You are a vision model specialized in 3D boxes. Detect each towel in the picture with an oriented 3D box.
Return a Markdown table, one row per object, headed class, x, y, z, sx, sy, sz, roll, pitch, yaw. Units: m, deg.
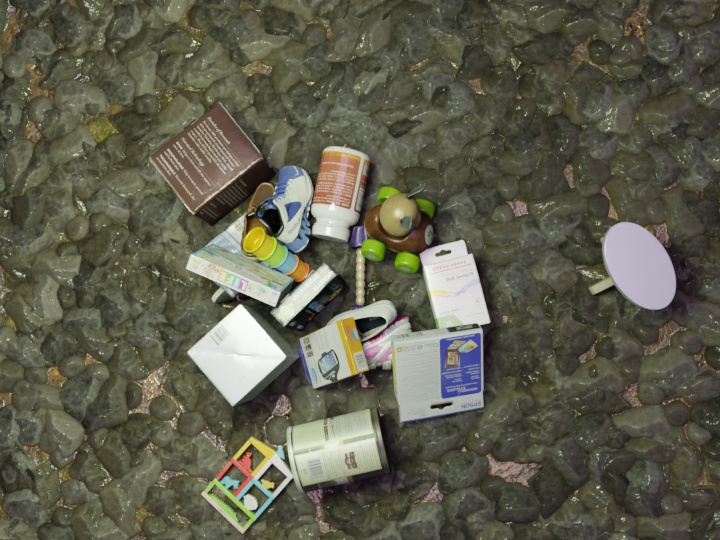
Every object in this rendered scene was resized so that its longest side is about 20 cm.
| class | x | y | z | sx | sy | sz | roll | pitch | yaw |
| --- | --- | --- | --- | --- | --- | --- | --- | --- | --- |
| towel | -0.265 | -0.045 | 1.709 | 0.147 | 0.024 | 0.200 | 40 | 69 | 20 |

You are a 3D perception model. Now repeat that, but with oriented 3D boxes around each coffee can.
| class | x | y | z | sx | sy | sz | roll | pitch | yaw |
| --- | --- | --- | --- | --- | --- | --- | --- | --- | --- |
| coffee can | -0.045 | 0.386 | 1.637 | 0.200 | 0.146 | 0.147 | -13 | 84 | 2 |

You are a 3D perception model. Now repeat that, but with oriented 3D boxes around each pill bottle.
| class | x | y | z | sx | sy | sz | roll | pitch | yaw |
| --- | --- | --- | --- | --- | --- | --- | --- | --- | --- |
| pill bottle | -0.049 | -0.169 | 1.711 | 0.112 | 0.112 | 0.200 | 12 | 85 | 4 |

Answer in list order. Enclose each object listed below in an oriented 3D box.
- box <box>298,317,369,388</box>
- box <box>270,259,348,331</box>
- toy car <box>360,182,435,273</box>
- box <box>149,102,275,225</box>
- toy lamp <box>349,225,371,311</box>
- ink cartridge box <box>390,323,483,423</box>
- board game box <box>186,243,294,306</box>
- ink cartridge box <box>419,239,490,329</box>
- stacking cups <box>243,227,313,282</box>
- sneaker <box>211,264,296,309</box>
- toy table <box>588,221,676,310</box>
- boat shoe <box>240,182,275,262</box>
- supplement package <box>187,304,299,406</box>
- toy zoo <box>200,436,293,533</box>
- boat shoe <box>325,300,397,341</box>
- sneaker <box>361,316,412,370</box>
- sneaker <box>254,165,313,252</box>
| class | x | y | z | sx | sy | sz | roll | pitch | yaw |
| --- | --- | --- | --- | --- | --- | --- | --- | --- | --- |
| box | -0.066 | 0.184 | 1.659 | 0.041 | 0.200 | 0.119 | -10 | 79 | -36 |
| box | -0.106 | 0.059 | 1.646 | 0.159 | 0.200 | 0.046 | -44 | 81 | -2 |
| toy car | 0.101 | -0.110 | 1.631 | 0.158 | 0.200 | 0.165 | 20 | 71 | -7 |
| box | -0.327 | -0.232 | 1.703 | 0.200 | 0.166 | 0.164 | -39 | 83 | -2 |
| toy lamp | 0.000 | 0.000 | 1.721 | 0.058 | 0.058 | 0.200 | 3 | 86 | 3 |
| ink cartridge box | 0.170 | 0.223 | 1.664 | 0.197 | 0.047 | 0.200 | -8 | 115 | -9 |
| board game box | -0.249 | 0.007 | 1.601 | 0.200 | 0.134 | 0.034 | 23 | 104 | 3 |
| ink cartridge box | 0.207 | 0.035 | 1.700 | 0.117 | 0.067 | 0.200 | -15 | 84 | 1 |
| stacking cups | -0.170 | -0.023 | 1.664 | 0.060 | 0.200 | 0.061 | -18 | 55 | 28 |
| sneaker | -0.232 | 0.055 | 1.716 | 0.200 | 0.071 | 0.099 | -24 | 79 | -4 |
| toy table | 0.595 | -0.006 | 1.662 | 0.184 | 0.117 | 0.200 | -18 | 84 | 0 |
| boat shoe | -0.223 | -0.117 | 1.699 | 0.072 | 0.068 | 0.200 | 8 | 61 | 2 |
| supplement package | -0.247 | 0.181 | 1.639 | 0.152 | 0.200 | 0.151 | -42 | 83 | -2 |
| toy zoo | -0.242 | 0.468 | 1.700 | 0.131 | 0.020 | 0.200 | 41 | 87 | 6 |
| boat shoe | -0.013 | 0.125 | 1.663 | 0.200 | 0.065 | 0.074 | -31 | 101 | 30 |
| sneaker | 0.041 | 0.188 | 1.686 | 0.200 | 0.081 | 0.088 | -33 | 90 | 5 |
| sneaker | -0.169 | -0.148 | 1.666 | 0.080 | 0.115 | 0.200 | -19 | 64 | 34 |
